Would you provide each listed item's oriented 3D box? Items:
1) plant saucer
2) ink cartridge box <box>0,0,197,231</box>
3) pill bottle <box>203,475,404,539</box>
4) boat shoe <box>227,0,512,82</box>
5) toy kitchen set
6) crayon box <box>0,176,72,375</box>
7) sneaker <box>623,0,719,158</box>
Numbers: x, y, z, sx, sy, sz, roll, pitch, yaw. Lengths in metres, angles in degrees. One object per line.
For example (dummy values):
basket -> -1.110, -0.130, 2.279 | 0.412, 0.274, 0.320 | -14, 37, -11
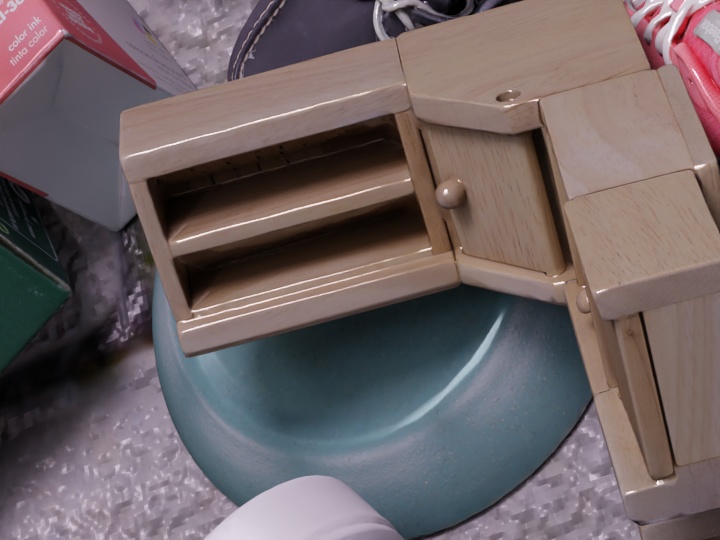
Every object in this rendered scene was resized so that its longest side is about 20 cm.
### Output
plant saucer -> 0.000, 0.000, 0.929 | 0.200, 0.036, 0.200 | -9, 71, 26
ink cartridge box -> -0.154, -0.117, 1.000 | 0.067, 0.116, 0.200 | -45, 60, 10
pill bottle -> 0.027, 0.161, 0.815 | 0.200, 0.120, 0.120 | 42, 96, 31
boat shoe -> 0.022, -0.110, 0.876 | 0.200, 0.063, 0.073 | -35, 85, 24
toy kitchen set -> 0.032, 0.038, 0.800 | 0.180, 0.163, 0.200 | -15, 28, 3
crayon box -> -0.205, 0.042, 0.985 | 0.200, 0.052, 0.126 | -47, 29, 8
sneaker -> 0.130, -0.079, 0.854 | 0.074, 0.087, 0.200 | -48, 59, 7
